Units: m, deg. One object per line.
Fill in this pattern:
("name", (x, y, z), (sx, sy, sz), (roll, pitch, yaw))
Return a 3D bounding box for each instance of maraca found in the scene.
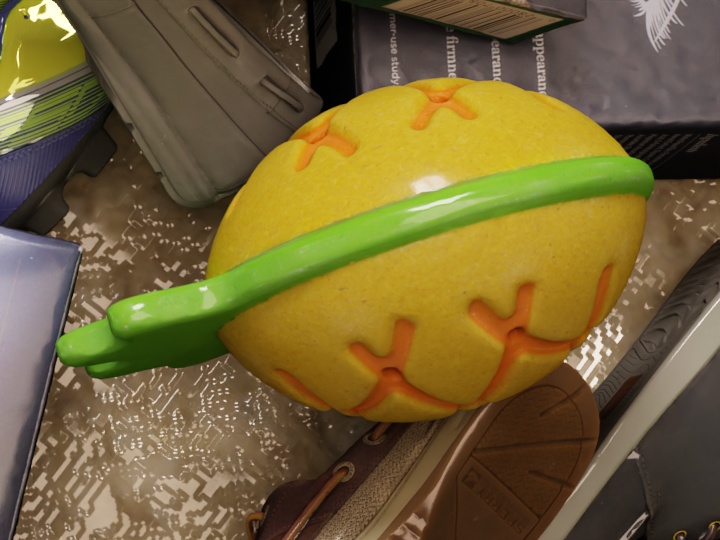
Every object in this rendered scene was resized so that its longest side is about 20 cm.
("maraca", (0.000, 0.000, 0.889), (0.199, 0.137, 0.108), (-17, 78, 4))

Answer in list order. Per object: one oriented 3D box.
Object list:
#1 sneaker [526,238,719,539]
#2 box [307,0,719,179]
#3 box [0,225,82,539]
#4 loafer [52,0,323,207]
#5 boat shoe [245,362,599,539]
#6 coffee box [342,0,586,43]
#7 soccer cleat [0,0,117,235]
("sneaker", (0.124, 0.087, 0.993), (0.106, 0.075, 0.200), (42, 81, -8))
("box", (0.082, -0.112, 1.000), (0.199, 0.104, 0.149), (0, 81, -10))
("box", (-0.212, 0.071, 0.914), (0.197, 0.123, 0.201), (13, 79, -6))
("loafer", (-0.075, -0.108, 0.908), (0.070, 0.200, 0.070), (-32, 43, -3))
("boat shoe", (-0.004, 0.103, 0.941), (0.200, 0.072, 0.072), (-51, 125, -10))
("coffee box", (-0.011, -0.151, 0.875), (0.199, 0.044, 0.124), (11, 78, -34))
("soccer cleat", (-0.099, -0.106, 0.985), (0.084, 0.065, 0.201), (37, 79, -19))
